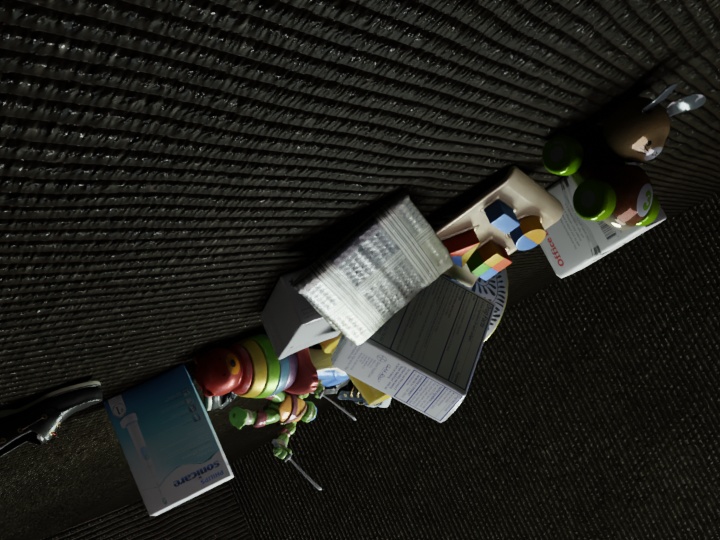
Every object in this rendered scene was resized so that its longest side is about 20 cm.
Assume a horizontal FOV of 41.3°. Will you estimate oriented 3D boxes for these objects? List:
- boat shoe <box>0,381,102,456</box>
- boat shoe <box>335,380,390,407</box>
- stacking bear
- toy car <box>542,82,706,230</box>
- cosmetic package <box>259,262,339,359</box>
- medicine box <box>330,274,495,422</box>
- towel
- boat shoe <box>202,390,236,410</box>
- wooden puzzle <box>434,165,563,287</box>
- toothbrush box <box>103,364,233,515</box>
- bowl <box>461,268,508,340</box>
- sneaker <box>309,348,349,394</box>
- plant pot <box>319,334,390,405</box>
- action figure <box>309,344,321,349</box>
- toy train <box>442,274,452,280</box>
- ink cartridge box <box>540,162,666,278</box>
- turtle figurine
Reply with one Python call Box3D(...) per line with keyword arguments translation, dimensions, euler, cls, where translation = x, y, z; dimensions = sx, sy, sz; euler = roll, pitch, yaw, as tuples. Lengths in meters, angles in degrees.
Box3D(translation=(-0.443, 0.209, 1.305), dimensions=(0.200, 0.064, 0.074), euler=(-22, 166, -33), cls="boat shoe")
Box3D(translation=(0.006, 0.236, 1.910), dimensions=(0.090, 0.072, 0.200), euler=(12, 163, -10), cls="boat shoe")
Box3D(translation=(-0.185, 0.161, 1.592), dimensions=(0.198, 0.123, 0.113), euler=(-3, 166, -44), cls="stacking bear")
Box3D(translation=(0.381, -0.171, 1.306), dimensions=(0.163, 0.159, 0.200), euler=(2, 141, -47), cls="toy car")
Box3D(translation=(-0.073, 0.055, 1.410), dimensions=(0.112, 0.082, 0.200), euler=(-21, 169, -19), cls="cosmetic package")
Box3D(translation=(0.084, 0.098, 1.463), dimensions=(0.183, 0.198, 0.103), euler=(-64, -177, -38), cls="medicine box")
Box3D(translation=(0.020, 0.000, 1.274), dimensions=(0.192, 0.035, 0.200), euler=(-41, 144, 1), cls="towel")
Box3D(translation=(-0.245, 0.206, 1.680), dimensions=(0.065, 0.076, 0.199), euler=(-7, 171, -9), cls="boat shoe")
Box3D(translation=(0.203, -0.052, 1.449), dimensions=(0.200, 0.047, 0.184), euler=(-41, 145, 19), cls="wooden puzzle")
Box3D(translation=(-0.314, 0.280, 1.574), dimensions=(0.145, 0.202, 0.085), euler=(-25, 169, -9), cls="toothbrush box")
Box3D(translation=(0.163, 0.037, 1.719), dimensions=(0.093, 0.203, 0.200), euler=(17, 143, -36), cls="bowl")
Box3D(translation=(-0.103, 0.196, 1.857), dimensions=(0.197, 0.078, 0.112), euler=(-2, 143, -20), cls="sneaker")
Box3D(translation=(0.033, 0.136, 1.763), dimensions=(0.199, 0.191, 0.201), euler=(-25, 169, -5), cls="plant pot")
Box3D(translation=(-0.048, 0.155, 1.970), dimensions=(0.198, 0.106, 0.193), euler=(21, 149, -23), cls="action figure")
Box3D(translation=(0.144, -0.019, 1.600), dimensions=(0.198, 0.088, 0.114), euler=(-22, 178, -34), cls="toy train")
Box3D(translation=(0.400, -0.099, 1.648), dimensions=(0.084, 0.147, 0.199), euler=(-18, 168, -44), cls="ink cartridge box")
Box3D(translation=(-0.125, 0.263, 1.728), dimensions=(0.193, 0.201, 0.144), euler=(21, 123, -41), cls="turtle figurine")
